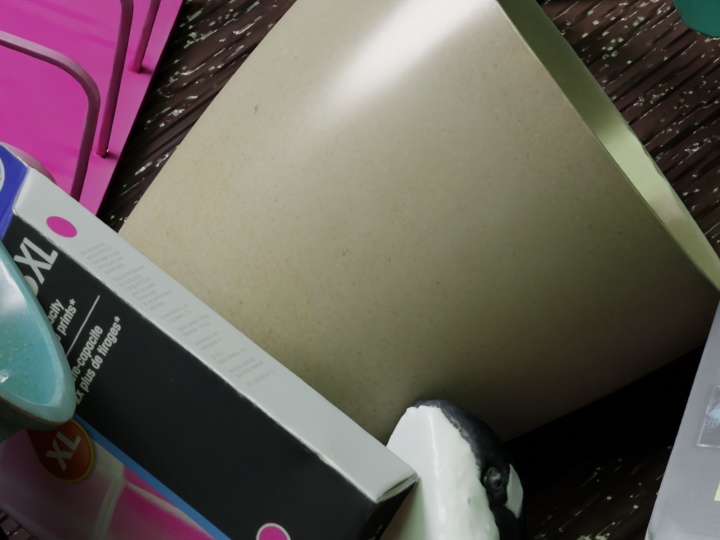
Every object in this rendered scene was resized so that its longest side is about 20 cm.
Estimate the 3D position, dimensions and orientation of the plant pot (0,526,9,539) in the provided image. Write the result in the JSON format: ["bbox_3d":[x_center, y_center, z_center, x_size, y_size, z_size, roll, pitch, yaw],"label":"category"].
[{"bbox_3d":[-0.224,0.082,0.969,0.199,0.187,0.187,30,64,21],"label":"plant pot"}]

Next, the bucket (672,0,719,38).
[{"bbox_3d":[0.199,-0.128,0.956,0.134,0.208,0.207,-35,49,-15],"label":"bucket"}]

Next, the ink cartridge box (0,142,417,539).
[{"bbox_3d":[-0.083,0.045,0.915,0.200,0.095,0.037,39,28,16],"label":"ink cartridge box"}]

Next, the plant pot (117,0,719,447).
[{"bbox_3d":[0.000,0.000,0.968,0.200,0.187,0.188,-38,47,9],"label":"plant pot"}]

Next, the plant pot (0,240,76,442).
[{"bbox_3d":[-0.220,0.025,0.814,0.196,0.200,0.201,-38,48,5],"label":"plant pot"}]

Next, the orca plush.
[{"bbox_3d":[0.037,0.146,0.889,0.105,0.071,0.201,-37,47,49],"label":"orca plush"}]

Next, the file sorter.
[{"bbox_3d":[-0.150,-0.095,1.083,0.138,0.126,0.201,20,54,-2],"label":"file sorter"}]

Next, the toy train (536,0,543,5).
[{"bbox_3d":[0.065,-0.122,1.045,0.046,0.200,0.034,28,76,-5],"label":"toy train"}]

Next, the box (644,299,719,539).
[{"bbox_3d":[0.202,0.042,0.851,0.199,0.051,0.158,4,53,25],"label":"box"}]
